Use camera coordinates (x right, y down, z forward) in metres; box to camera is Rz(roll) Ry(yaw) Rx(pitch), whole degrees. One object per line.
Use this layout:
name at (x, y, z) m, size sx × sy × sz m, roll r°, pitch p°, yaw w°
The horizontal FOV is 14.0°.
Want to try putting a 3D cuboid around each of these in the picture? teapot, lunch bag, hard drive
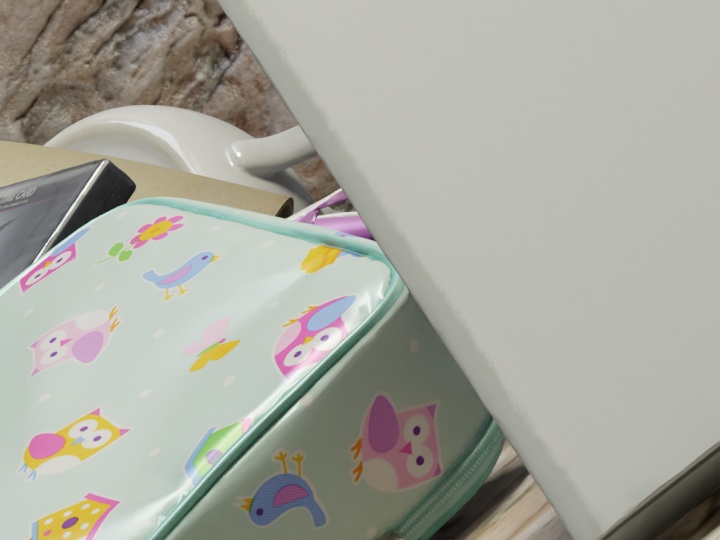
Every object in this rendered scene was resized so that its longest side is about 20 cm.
teapot at (-0.072, 0.020, 1.348) m, size 0.200 × 0.198 × 0.146 m, roll 1°, pitch -8°, yaw 42°
lunch bag at (-0.055, 0.052, 0.840) m, size 0.160 × 0.077 × 0.200 m, roll -41°, pitch 28°, yaw -19°
hard drive at (0.047, -0.058, 0.621) m, size 0.132 × 0.200 × 0.026 m, roll -39°, pitch -24°, yaw 14°

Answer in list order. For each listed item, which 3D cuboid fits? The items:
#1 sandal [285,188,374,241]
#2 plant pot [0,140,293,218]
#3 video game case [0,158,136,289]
sandal at (0.003, -0.005, 0.954) m, size 0.202 × 0.050 × 0.083 m, roll -3°, pitch 36°, yaw 38°
plant pot at (-0.152, 0.023, 1.150) m, size 0.187 × 0.199 × 0.188 m, roll 21°, pitch -90°, yaw -86°
video game case at (-0.164, 0.052, 0.981) m, size 0.143 × 0.019 × 0.200 m, roll -10°, pitch 44°, yaw 57°
